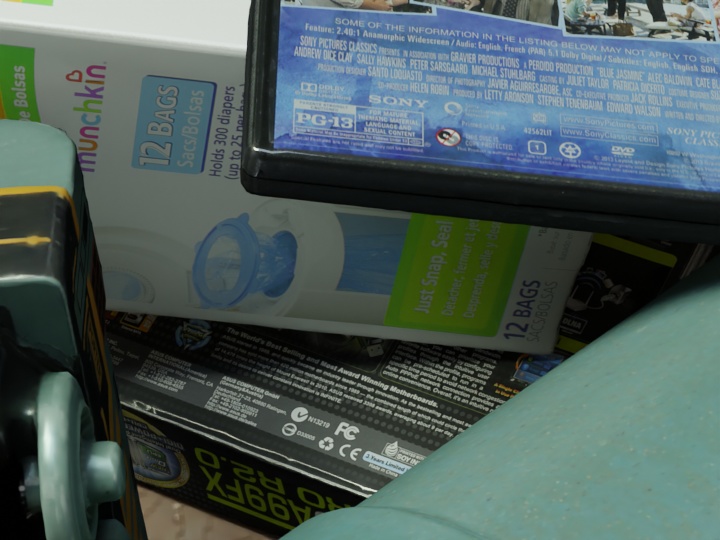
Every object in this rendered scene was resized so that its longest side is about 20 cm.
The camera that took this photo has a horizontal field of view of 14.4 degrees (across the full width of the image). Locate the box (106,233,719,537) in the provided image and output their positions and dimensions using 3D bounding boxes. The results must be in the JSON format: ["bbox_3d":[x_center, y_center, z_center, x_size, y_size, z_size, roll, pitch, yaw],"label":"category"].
[{"bbox_3d":[0.000,0.000,0.825,0.199,0.044,0.161,18,57,22],"label":"box"}]

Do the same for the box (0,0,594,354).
[{"bbox_3d":[-0.037,-0.058,0.748,0.199,0.113,0.102,6,51,-6],"label":"box"}]

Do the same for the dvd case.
[{"bbox_3d":[0.045,-0.088,0.699,0.142,0.018,0.201,6,48,-5],"label":"dvd case"}]

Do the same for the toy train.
[{"bbox_3d":[-0.087,0.059,0.698,0.085,0.201,0.114,-4,45,4],"label":"toy train"}]

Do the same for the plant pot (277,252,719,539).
[{"bbox_3d":[0.078,0.099,0.653,0.200,0.201,0.196,34,56,30],"label":"plant pot"}]
